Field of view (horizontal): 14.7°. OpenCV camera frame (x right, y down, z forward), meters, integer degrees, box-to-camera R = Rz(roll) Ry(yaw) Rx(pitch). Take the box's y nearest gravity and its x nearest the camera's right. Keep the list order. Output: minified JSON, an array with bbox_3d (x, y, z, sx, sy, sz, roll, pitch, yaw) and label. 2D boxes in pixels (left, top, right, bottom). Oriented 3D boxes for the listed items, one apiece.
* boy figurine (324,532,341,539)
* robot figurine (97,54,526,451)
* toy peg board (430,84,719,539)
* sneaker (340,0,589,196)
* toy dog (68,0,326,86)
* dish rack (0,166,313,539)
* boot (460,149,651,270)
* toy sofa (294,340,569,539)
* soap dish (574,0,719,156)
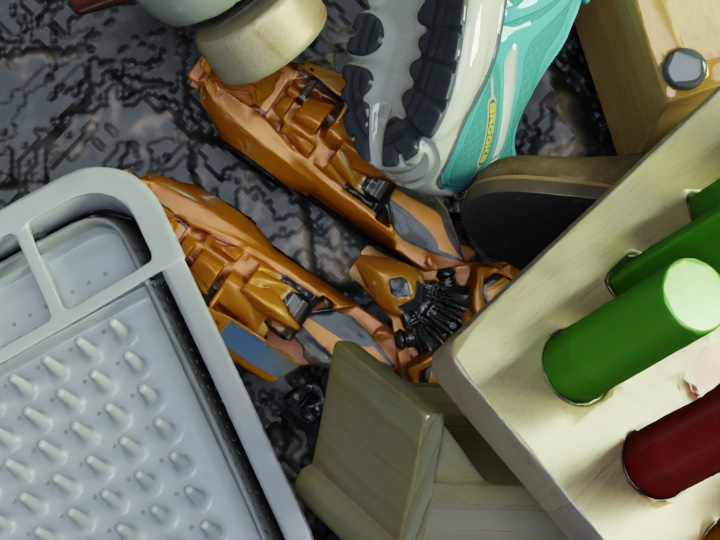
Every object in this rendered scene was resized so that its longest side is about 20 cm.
[{"bbox_3d":[-0.092,0.143,1.075,0.199,0.065,0.125,-6,56,12],"label":"boy figurine"},{"bbox_3d":[0.000,0.000,1.103,0.200,0.058,0.145,34,86,1],"label":"robot figurine"},{"bbox_3d":[0.167,0.036,0.956,0.199,0.098,0.200,50,59,-2],"label":"toy peg board"},{"bbox_3d":[0.051,-0.126,1.060,0.077,0.079,0.201,21,94,42],"label":"sneaker"},{"bbox_3d":[-0.048,-0.149,1.087,0.096,0.200,0.133,-11,104,36],"label":"toy dog"},{"bbox_3d":[-0.116,0.080,1.041,0.171,0.044,0.201,-29,67,4],"label":"dish rack"},{"bbox_3d":[0.133,-0.031,1.075,0.199,0.074,0.076,5,66,-14],"label":"boot"},{"bbox_3d":[0.081,0.088,1.051,0.199,0.083,0.098,3,107,-26],"label":"toy sofa"},{"bbox_3d":[0.150,-0.158,1.111,0.157,0.081,0.201,-17,85,-3],"label":"soap dish"}]
